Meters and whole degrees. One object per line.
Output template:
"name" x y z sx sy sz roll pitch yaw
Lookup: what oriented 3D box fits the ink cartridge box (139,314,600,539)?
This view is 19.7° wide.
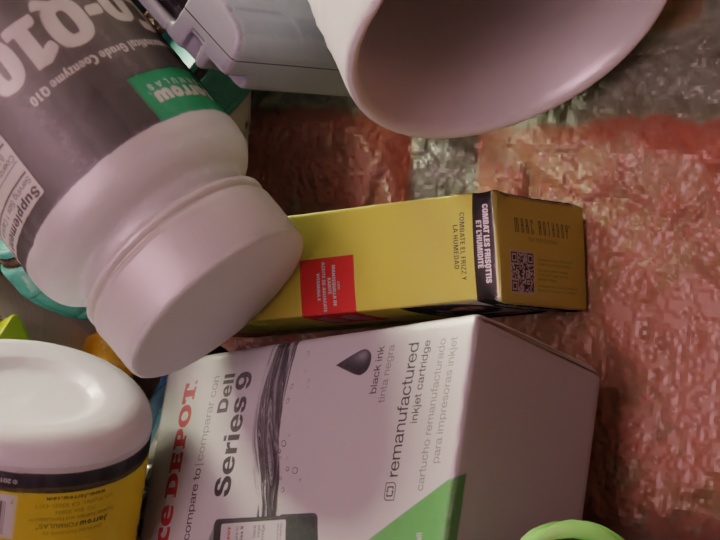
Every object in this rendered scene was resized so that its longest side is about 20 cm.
"ink cartridge box" -0.005 0.109 0.896 0.199 0.084 0.147 -11 64 45

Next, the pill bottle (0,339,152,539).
"pill bottle" -0.160 0.141 0.936 0.112 0.112 0.201 28 118 36

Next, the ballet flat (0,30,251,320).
"ballet flat" -0.097 -0.056 1.018 0.067 0.070 0.200 7 55 56

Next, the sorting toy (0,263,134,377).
"sorting toy" -0.217 0.012 1.018 0.107 0.180 0.200 -48 41 13

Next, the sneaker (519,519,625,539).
"sneaker" 0.082 0.197 0.776 0.077 0.084 0.201 -22 81 42

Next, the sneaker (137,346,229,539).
"sneaker" -0.115 0.124 1.022 0.090 0.078 0.201 31 105 39

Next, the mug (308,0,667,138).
"mug" 0.057 -0.181 0.885 0.199 0.148 0.176 -24 61 2

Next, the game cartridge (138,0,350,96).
"game cartridge" -0.073 -0.157 0.973 0.200 0.133 0.042 48 122 26

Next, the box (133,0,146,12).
"box" -0.206 -0.161 1.067 0.200 0.049 0.161 -36 57 -12

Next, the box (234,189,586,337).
"box" 0.000 0.000 0.943 0.199 0.075 0.050 -5 83 37

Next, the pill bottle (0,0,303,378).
"pill bottle" -0.122 -0.057 0.914 0.200 0.113 0.113 49 116 16
